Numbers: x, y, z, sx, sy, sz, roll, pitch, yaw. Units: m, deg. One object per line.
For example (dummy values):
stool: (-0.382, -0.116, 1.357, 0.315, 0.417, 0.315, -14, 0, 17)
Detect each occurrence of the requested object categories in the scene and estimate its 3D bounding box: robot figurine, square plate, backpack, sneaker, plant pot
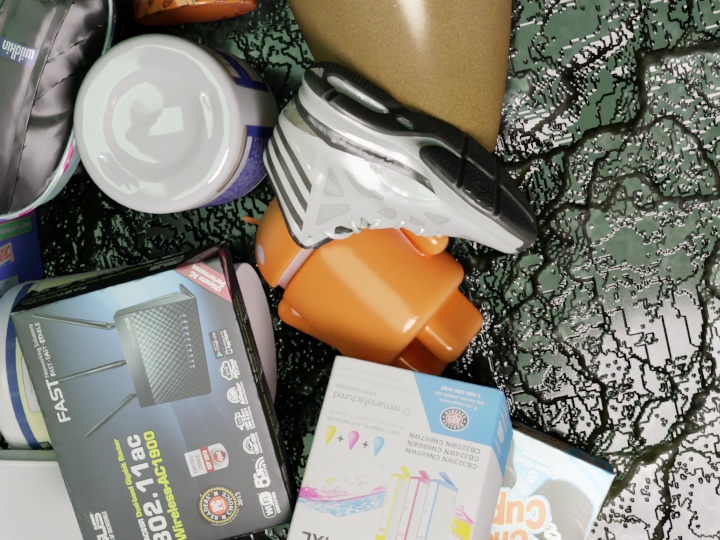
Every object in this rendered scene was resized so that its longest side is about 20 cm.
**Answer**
robot figurine: (-0.001, 0.001, 0.932, 0.200, 0.144, 0.117, 43, 75, 3)
square plate: (-0.216, 0.197, 0.964, 0.195, 0.029, 0.201, -1, 139, -1)
backpack: (-0.273, -0.144, 0.886, 0.175, 0.151, 0.203, 18, 97, -7)
sneaker: (0.021, -0.051, 0.851, 0.199, 0.076, 0.116, 31, 123, -12)
plant pot: (0.036, -0.178, 0.892, 0.184, 0.187, 0.203, -10, 111, 10)

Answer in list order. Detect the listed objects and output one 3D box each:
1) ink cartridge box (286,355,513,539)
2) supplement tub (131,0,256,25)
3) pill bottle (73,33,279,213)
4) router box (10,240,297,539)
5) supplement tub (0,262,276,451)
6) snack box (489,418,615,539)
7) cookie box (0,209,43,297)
ink cartridge box: (0.025, 0.185, 0.862, 0.127, 0.125, 0.203, 10, 71, 13)
supplement tub: (-0.140, -0.297, 0.922, 0.121, 0.122, 0.203, -7, 94, 9)
pill bottle: (-0.123, -0.107, 0.897, 0.118, 0.200, 0.122, 1, 95, 9)
router box: (-0.140, 0.095, 0.844, 0.148, 0.062, 0.203, -15, 101, 2)
supplement tub: (-0.176, 0.069, 0.950, 0.197, 0.145, 0.147, -8, 94, 10)
snack box: (0.091, 0.172, 0.973, 0.198, 0.037, 0.118, 23, 99, 6)
cookie box: (-0.381, -0.007, 0.964, 0.197, 0.171, 0.076, -3, 98, 8)
